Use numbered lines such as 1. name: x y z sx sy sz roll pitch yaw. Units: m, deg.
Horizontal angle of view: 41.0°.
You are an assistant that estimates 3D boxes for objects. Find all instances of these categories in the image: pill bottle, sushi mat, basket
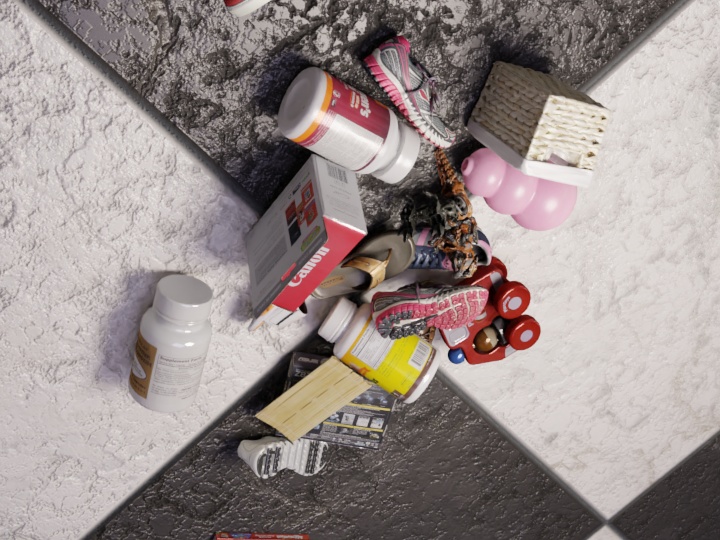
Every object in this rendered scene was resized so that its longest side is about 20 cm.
1. pill bottle: -0.014 -0.210 1.427 0.199 0.110 0.110 23 112 -32
2. pill bottle: -0.297 0.114 1.529 0.113 0.115 0.201 5 120 -24
3. sushi mat: -0.082 0.224 1.668 0.200 0.012 0.096 -38 116 25
4. pill bottle: 0.030 0.130 1.636 0.199 0.109 0.110 34 108 -4
5. basket: 0.273 -0.228 1.476 0.134 0.200 0.124 8 114 -26

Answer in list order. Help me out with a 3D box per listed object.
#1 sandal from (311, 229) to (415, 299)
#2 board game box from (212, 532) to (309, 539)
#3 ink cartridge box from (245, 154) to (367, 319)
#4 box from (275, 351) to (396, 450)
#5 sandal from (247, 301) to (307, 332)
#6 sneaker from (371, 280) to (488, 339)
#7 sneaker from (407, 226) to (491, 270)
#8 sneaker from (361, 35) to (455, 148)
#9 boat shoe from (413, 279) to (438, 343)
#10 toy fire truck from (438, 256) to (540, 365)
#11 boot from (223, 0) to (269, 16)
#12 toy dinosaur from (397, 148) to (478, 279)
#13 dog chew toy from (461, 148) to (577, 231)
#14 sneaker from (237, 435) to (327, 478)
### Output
1. sandal: 0.000 0.000 1.585 0.198 0.055 0.082 -20 118 9
2. board game box: -0.209 0.568 1.925 0.198 0.019 0.104 9 119 -26
3. ink cartridge box: -0.084 -0.037 1.444 0.083 0.177 0.200 20 131 -31
4. box: -0.042 0.236 1.722 0.198 0.049 0.162 10 122 -10
5. sandal: -0.100 0.045 1.565 0.206 0.079 0.059 -42 99 16
6. sneaker: 0.115 0.050 1.580 0.198 0.075 0.081 -8 134 -14
7. sneaker: 0.126 -0.030 1.618 0.198 0.082 0.071 -11 125 -11
8. sneaker: 0.088 -0.262 1.452 0.075 0.081 0.200 -41 127 6
9. boat shoe: 0.105 0.112 1.714 0.071 0.068 0.202 6 119 -24
10. toy fire truck: 0.215 0.086 1.707 0.167 0.112 0.201 -29 127 -5
11. boot: -0.132 -0.443 1.254 0.200 0.072 0.144 -45 126 1
12. toy dinosaur: 0.136 -0.087 1.558 0.135 0.202 0.102 -8 159 -41
13. dog chew toy: 0.255 -0.142 1.578 0.198 0.125 0.125 18 114 -21
14. sneaker: -0.139 0.332 1.768 0.199 0.081 0.076 12 91 -48
